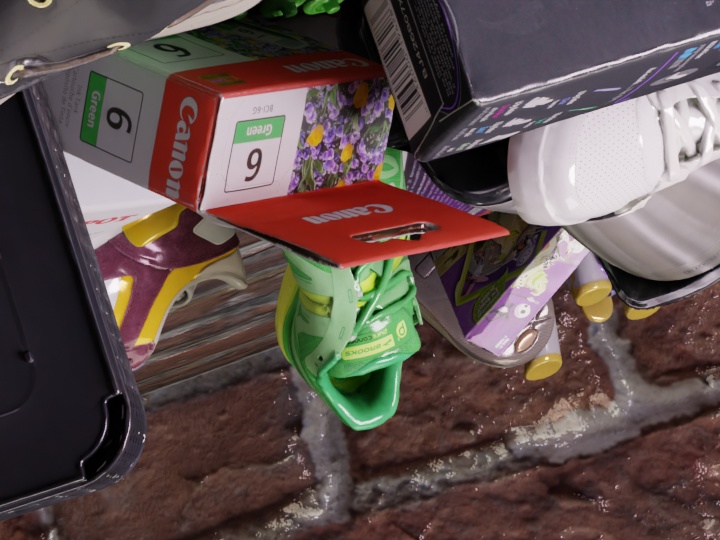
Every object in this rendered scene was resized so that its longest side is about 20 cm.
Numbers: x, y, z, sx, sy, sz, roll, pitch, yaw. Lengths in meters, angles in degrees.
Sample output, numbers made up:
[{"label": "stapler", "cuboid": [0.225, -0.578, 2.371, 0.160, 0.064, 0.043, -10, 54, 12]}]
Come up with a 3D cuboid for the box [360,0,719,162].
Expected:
[{"label": "box", "cuboid": [0.102, -0.131, 1.050, 0.200, 0.122, 0.106, -17, 175, -13]}]

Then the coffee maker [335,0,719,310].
[{"label": "coffee maker", "cuboid": [0.081, -0.089, 1.281, 0.135, 0.192, 0.200, -56, 146, 6]}]

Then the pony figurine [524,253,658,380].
[{"label": "pony figurine", "cuboid": [0.110, -0.065, 1.616, 0.166, 0.200, 0.193, -9, 157, -18]}]

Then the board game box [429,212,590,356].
[{"label": "board game box", "cuboid": [0.109, -0.064, 1.456, 0.200, 0.032, 0.120, -50, -154, 19]}]

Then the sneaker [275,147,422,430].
[{"label": "sneaker", "cuboid": [0.000, 0.000, 1.285, 0.074, 0.084, 0.200, -24, 147, -12]}]

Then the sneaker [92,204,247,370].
[{"label": "sneaker", "cuboid": [-0.148, 0.025, 1.366, 0.200, 0.090, 0.075, -31, -160, -5]}]

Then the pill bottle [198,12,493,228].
[{"label": "pill bottle", "cuboid": [-0.002, -0.071, 1.386, 0.111, 0.112, 0.200, -22, 174, 36]}]

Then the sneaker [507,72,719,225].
[{"label": "sneaker", "cuboid": [0.154, -0.072, 1.129, 0.115, 0.074, 0.200, 12, -145, 38]}]

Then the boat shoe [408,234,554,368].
[{"label": "boat shoe", "cuboid": [0.024, -0.017, 1.579, 0.074, 0.200, 0.073, -40, 169, -8]}]

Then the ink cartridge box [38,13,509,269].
[{"label": "ink cartridge box", "cuboid": [-0.047, -0.061, 1.088, 0.200, 0.050, 0.109, 24, -158, 34]}]

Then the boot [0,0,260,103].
[{"label": "boot", "cuboid": [-0.097, -0.109, 0.903, 0.203, 0.074, 0.154, -21, 173, -23]}]

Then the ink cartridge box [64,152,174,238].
[{"label": "ink cartridge box", "cuboid": [-0.197, -0.035, 1.211, 0.200, 0.085, 0.144, -22, 171, 42]}]

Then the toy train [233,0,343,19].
[{"label": "toy train", "cuboid": [-0.055, -0.122, 1.084, 0.056, 0.042, 0.200, -35, 166, 35]}]

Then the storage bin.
[{"label": "storage bin", "cuboid": [-0.167, -0.003, 1.022, 0.135, 0.200, 0.094, -18, 175, -2]}]

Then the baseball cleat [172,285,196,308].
[{"label": "baseball cleat", "cuboid": [-0.089, -0.036, 1.484, 0.200, 0.107, 0.070, -10, 176, -45]}]
